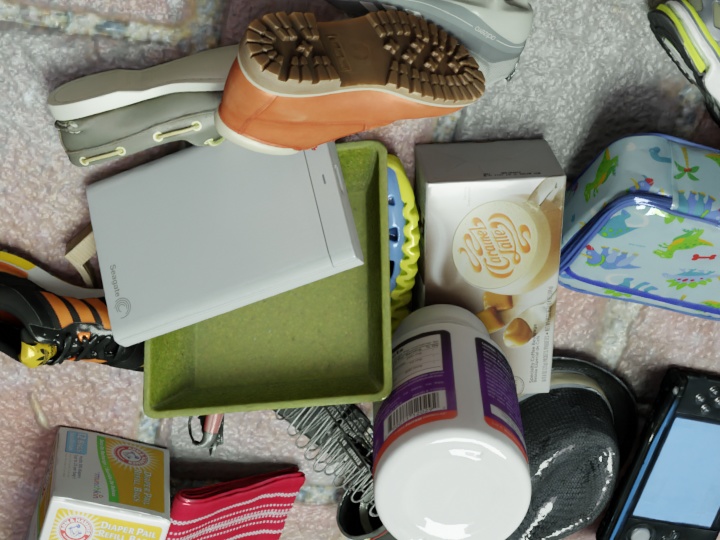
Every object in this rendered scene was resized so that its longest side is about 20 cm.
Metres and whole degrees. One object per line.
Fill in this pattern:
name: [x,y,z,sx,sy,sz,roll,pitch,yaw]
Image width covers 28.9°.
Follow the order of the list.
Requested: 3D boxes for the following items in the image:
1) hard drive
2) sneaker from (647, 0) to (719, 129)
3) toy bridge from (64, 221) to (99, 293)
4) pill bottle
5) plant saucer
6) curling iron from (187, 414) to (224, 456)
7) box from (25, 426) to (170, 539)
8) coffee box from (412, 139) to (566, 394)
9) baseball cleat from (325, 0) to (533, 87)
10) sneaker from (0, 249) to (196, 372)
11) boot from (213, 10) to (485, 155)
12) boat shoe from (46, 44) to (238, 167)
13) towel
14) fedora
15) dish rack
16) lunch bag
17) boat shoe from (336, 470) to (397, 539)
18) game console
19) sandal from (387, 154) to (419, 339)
hard drive: [-0.106,-0.036,1.059,0.199,0.133,0.027,-19,160,14]
sneaker: [0.314,-0.153,1.115,0.081,0.074,0.200,-39,119,7]
toy bridge: [-0.170,0.044,1.159,0.067,0.027,0.200,-39,117,14]
pill bottle: [0.064,0.109,1.045,0.111,0.200,0.112,0,118,1]
plant saucer: [-0.066,0.011,1.073,0.199,0.201,0.048,-6,164,17]
curling iron: [-0.109,0.052,1.141,0.025,0.050,0.201,10,96,-26]
box: [-0.238,0.253,1.209,0.101,0.113,0.201,14,114,-15]
coffee box: [0.101,0.000,1.151,0.114,0.080,0.201,-2,118,-6]
baseball cleat: [0.032,-0.180,1.052,0.199,0.070,0.107,9,115,-13]
sneaker: [-0.229,0.053,1.093,0.199,0.090,0.070,19,124,-5]
boot: [-0.009,-0.129,1.009,0.199,0.075,0.107,-1,149,-28]
boat shoe: [-0.131,-0.124,1.053,0.201,0.072,0.061,-11,118,1]
towel: [-0.131,0.266,1.247,0.144,0.022,0.201,-5,124,-44]
fedora: [0.166,0.178,1.249,0.199,0.092,0.202,-4,118,-7]
dish rack: [-0.007,0.149,1.136,0.055,0.200,0.153,-46,132,2]
lunch bag: [0.264,-0.027,1.136,0.199,0.083,0.161,13,151,-16]
boat shoe: [0.054,0.168,1.229,0.063,0.074,0.202,14,122,-44]
game console: [0.290,0.204,1.272,0.175,0.117,0.201,11,116,-15]
sandal: [0.000,0.000,1.139,0.087,0.080,0.201,3,115,-8]
